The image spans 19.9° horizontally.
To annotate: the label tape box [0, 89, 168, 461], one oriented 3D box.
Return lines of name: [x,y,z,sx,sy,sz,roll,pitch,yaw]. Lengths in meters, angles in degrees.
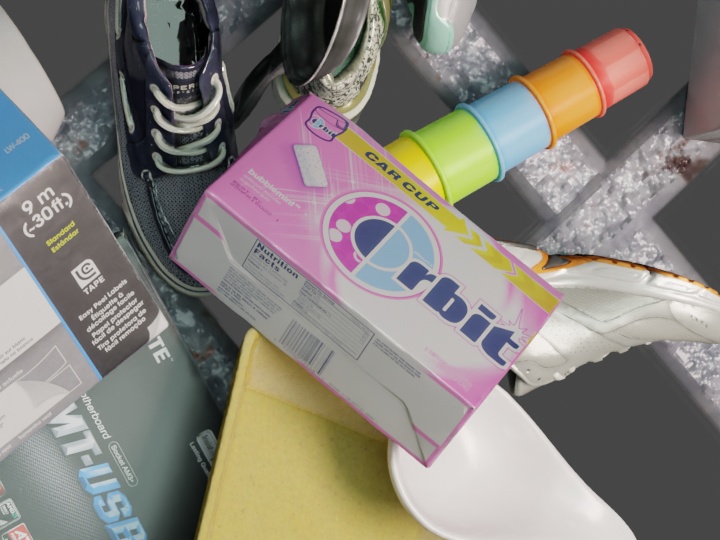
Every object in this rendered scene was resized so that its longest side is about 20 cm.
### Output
label tape box: [-0.210,-0.005,1.078,0.144,0.063,0.200,-39,130,-14]

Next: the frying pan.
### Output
frying pan: [-0.030,-0.127,1.151,0.031,0.115,0.191,9,124,-19]

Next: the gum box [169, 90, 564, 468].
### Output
gum box: [0.000,0.000,1.152,0.200,0.066,0.114,39,46,4]

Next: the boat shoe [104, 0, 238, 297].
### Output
boat shoe: [-0.106,-0.084,1.187,0.074,0.093,0.201,-14,90,-13]

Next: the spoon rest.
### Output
spoon rest: [0.094,0.132,1.204,0.200,0.061,0.100,36,62,-29]

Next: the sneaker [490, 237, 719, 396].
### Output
sneaker: [0.128,0.035,1.251,0.199,0.076,0.092,9,93,-4]

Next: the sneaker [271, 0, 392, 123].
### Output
sneaker: [-0.002,-0.185,1.217,0.077,0.089,0.201,7,85,-12]

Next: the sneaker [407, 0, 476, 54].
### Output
sneaker: [0.109,-0.218,1.249,0.139,0.078,0.201,12,85,-11]

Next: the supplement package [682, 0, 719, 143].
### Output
supplement package: [0.323,-0.146,1.254,0.199,0.152,0.151,8,86,-12]

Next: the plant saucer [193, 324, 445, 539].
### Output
plant saucer: [-0.019,0.157,1.180,0.199,0.048,0.201,25,68,-33]

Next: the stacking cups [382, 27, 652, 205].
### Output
stacking cups: [0.085,-0.090,1.252,0.200,0.060,0.061,-32,94,-16]

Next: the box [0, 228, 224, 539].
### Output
box: [-0.177,0.109,1.186,0.198,0.050,0.201,-28,94,-11]

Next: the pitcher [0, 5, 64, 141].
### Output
pitcher: [-0.267,-0.073,1.112,0.200,0.172,0.121,-34,79,-11]
